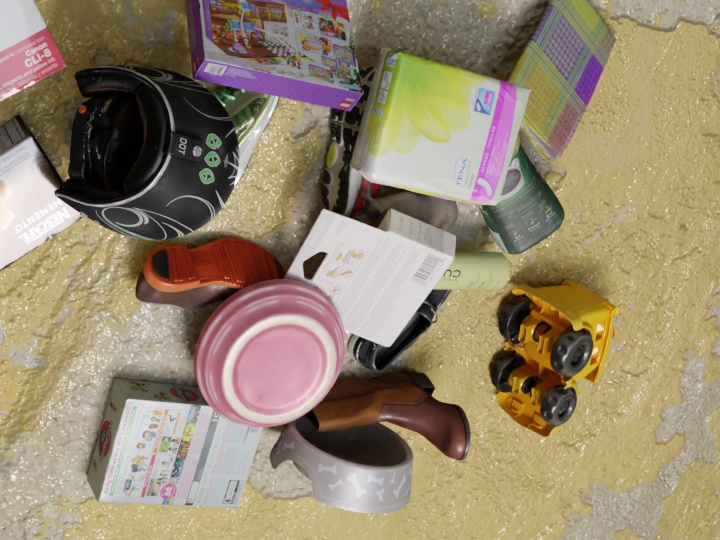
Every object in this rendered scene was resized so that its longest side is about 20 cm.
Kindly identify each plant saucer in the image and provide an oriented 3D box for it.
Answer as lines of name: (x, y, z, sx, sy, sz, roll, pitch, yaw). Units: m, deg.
plant saucer: (-0.106, 0.112, 1.465, 0.197, 0.051, 0.204, -10, 118, -20)

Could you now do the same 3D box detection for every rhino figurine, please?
rhino figurine: (0.048, -0.067, 1.494, 0.198, 0.060, 0.088, -3, 141, -45)

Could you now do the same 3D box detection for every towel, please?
towel: (0.257, -0.262, 1.540, 0.143, 0.023, 0.202, 38, 73, -36)

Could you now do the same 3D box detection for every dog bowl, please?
dog bowl: (-0.019, 0.245, 1.560, 0.197, 0.200, 0.060, 8, 107, -30)

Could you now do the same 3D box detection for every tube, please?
tube: (0.105, 0.002, 1.555, 0.197, 0.052, 0.059, 1, 104, -31)

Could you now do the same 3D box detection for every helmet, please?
helmet: (-0.227, -0.125, 1.275, 0.201, 0.199, 0.190, -55, 161, 6)

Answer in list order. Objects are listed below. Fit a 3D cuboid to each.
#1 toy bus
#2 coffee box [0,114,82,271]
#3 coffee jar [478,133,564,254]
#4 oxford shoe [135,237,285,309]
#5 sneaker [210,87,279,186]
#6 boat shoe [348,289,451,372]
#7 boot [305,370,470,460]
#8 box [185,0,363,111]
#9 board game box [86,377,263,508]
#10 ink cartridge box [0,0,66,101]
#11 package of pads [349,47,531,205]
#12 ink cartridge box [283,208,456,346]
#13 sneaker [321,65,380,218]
toy bus: (0.301, 0.116, 1.722, 0.190, 0.135, 0.203, -14, 122, -39)
coffee box: (-0.419, -0.060, 1.282, 0.198, 0.080, 0.115, -33, 124, -9)
coffee jar: (0.186, -0.124, 1.561, 0.103, 0.086, 0.201, -32, 125, 6)
oxford shoe: (-0.186, 0.008, 1.457, 0.197, 0.072, 0.073, 1, 147, -35)
sneaker: (-0.154, -0.186, 1.373, 0.088, 0.077, 0.203, 23, 98, -21)
boat shoe: (0.071, 0.061, 1.601, 0.199, 0.066, 0.075, -40, 124, -5)
boot: (0.031, 0.193, 1.570, 0.197, 0.189, 0.069, 1, 124, -29)
box: (-0.098, -0.262, 1.326, 0.197, 0.139, 0.039, 8, 149, -30)
board game box: (-0.236, 0.226, 1.523, 0.197, 0.064, 0.150, 10, 107, -32)
ink cartridge box: (-0.406, -0.274, 1.150, 0.143, 0.145, 0.202, -29, 123, -12)
package of pads: (0.094, -0.167, 1.411, 0.197, 0.068, 0.157, 11, 101, -28)
ink cartridge box: (0.000, 0.000, 1.471, 0.174, 0.045, 0.201, 20, 137, -13)
sneaker: (0.008, -0.161, 1.473, 0.084, 0.077, 0.203, -7, 124, -42)
